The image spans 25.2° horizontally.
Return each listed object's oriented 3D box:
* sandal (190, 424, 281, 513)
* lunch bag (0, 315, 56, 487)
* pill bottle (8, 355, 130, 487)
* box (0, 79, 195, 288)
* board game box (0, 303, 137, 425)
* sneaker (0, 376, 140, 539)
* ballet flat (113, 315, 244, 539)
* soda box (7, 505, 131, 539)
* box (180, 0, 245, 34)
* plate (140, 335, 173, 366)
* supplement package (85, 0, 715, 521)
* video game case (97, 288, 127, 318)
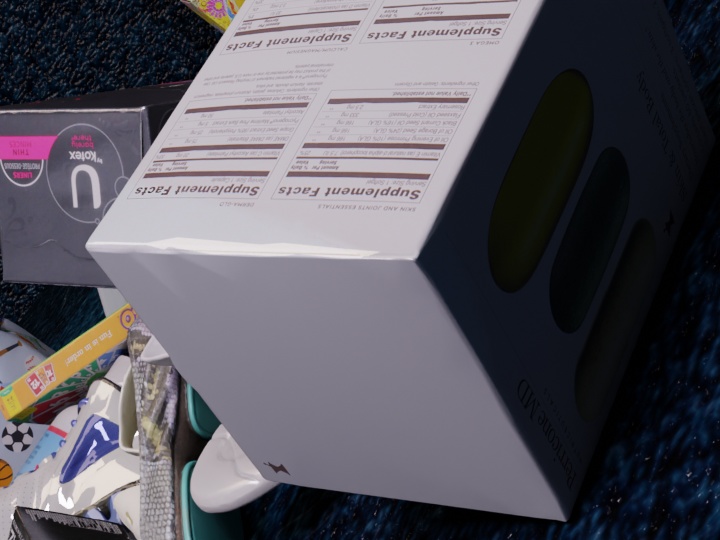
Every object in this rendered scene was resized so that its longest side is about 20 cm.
[{"bbox_3d":[-0.001,0.063,0.841,0.203,0.050,0.082,-43,24,-10],"label":"sandal"},{"bbox_3d":[-0.289,0.164,1.301,0.200,0.170,0.124,-53,8,-3],"label":"lunch bag"},{"bbox_3d":[-0.181,0.162,1.063,0.201,0.108,0.109,-58,14,-14],"label":"pill bottle"},{"bbox_3d":[-0.114,-0.059,0.980,0.121,0.107,0.200,2,12,29],"label":"box"},{"bbox_3d":[-0.151,0.047,1.122,0.199,0.030,0.095,-36,-18,12],"label":"board game box"},{"bbox_3d":[-0.169,0.134,0.980,0.198,0.081,0.116,-16,47,12],"label":"sneaker"},{"bbox_3d":[-0.103,0.107,0.887,0.072,0.072,0.202,-38,49,48],"label":"ballet flat"},{"bbox_3d":[-0.129,0.189,0.783,0.200,0.063,0.071,36,111,63],"label":"soda box"},{"bbox_3d":[0.014,-0.200,1.101,0.193,0.199,0.122,-54,14,3],"label":"box"},{"bbox_3d":[-0.002,-0.027,0.853,0.199,0.032,0.200,-16,31,39],"label":"plate"},{"bbox_3d":[0.027,-0.032,0.642,0.150,0.152,0.201,2,50,35],"label":"supplement package"},{"bbox_3d":[-0.186,0.029,1.277,0.023,0.201,0.182,-15,14,-4],"label":"video game case"}]
